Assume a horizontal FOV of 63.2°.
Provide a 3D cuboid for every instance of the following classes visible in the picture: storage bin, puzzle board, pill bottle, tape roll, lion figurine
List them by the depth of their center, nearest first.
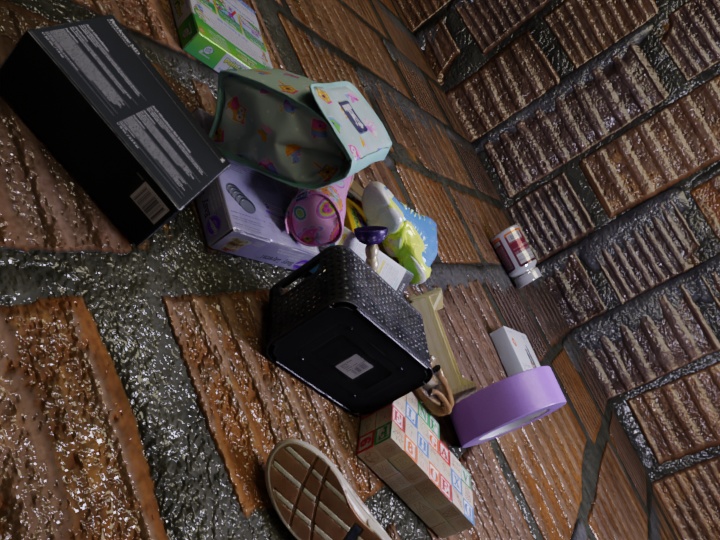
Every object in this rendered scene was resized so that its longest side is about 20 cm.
[{"bbox_3d":[-0.012,0.083,0.741,0.199,0.133,0.095,42,28,-35],"label":"storage bin"},{"bbox_3d":[0.098,0.173,0.891,0.124,0.071,0.201,59,2,-24],"label":"lion figurine"},{"bbox_3d":[0.254,0.240,1.021,0.198,0.198,0.067,17,45,-57],"label":"tape roll"},{"bbox_3d":[0.000,-0.141,1.105,0.198,0.017,0.151,39,11,-24],"label":"puzzle board"},{"bbox_3d":[0.558,-0.049,2.090,0.204,0.113,0.113,64,24,10],"label":"pill bottle"}]

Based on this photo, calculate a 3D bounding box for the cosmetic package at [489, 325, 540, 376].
[{"bbox_3d":[0.426,0.239,1.565,0.198,0.051,0.154,21,41,-56],"label":"cosmetic package"}]

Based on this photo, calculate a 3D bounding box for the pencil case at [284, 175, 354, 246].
[{"bbox_3d":[-0.055,-0.113,0.837,0.088,0.086,0.202,48,25,-22],"label":"pencil case"}]

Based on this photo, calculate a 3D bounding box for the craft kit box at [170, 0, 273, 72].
[{"bbox_3d":[-0.233,-0.410,0.989,0.198,0.048,0.202,20,43,-56],"label":"craft kit box"}]

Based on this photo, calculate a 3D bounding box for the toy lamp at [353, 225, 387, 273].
[{"bbox_3d":[0.017,0.042,0.854,0.058,0.056,0.207,-31,119,-67],"label":"toy lamp"}]

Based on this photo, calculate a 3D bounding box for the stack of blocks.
[{"bbox_3d":[0.081,0.261,0.820,0.201,0.058,0.116,50,24,-21],"label":"stack of blocks"}]

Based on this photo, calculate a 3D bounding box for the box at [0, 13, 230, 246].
[{"bbox_3d":[-0.246,-0.149,0.611,0.202,0.078,0.142,52,27,-16],"label":"box"}]

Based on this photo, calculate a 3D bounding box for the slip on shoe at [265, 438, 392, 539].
[{"bbox_3d":[-0.028,0.256,0.610,0.200,0.076,0.060,47,-15,-10],"label":"slip on shoe"}]

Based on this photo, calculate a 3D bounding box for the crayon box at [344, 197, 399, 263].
[{"bbox_3d":[0.003,-0.046,1.033,0.198,0.050,0.130,28,39,-50],"label":"crayon box"}]

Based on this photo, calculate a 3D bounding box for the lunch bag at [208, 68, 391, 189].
[{"bbox_3d":[-0.066,-0.180,0.743,0.195,0.125,0.170,21,24,12],"label":"lunch bag"}]

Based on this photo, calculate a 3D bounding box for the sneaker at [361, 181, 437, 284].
[{"bbox_3d":[0.076,-0.081,1.036,0.105,0.074,0.204,-46,118,-39],"label":"sneaker"}]

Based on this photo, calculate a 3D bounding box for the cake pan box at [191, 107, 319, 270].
[{"bbox_3d":[-0.145,-0.103,0.800,0.198,0.051,0.189,15,51,-59],"label":"cake pan box"}]

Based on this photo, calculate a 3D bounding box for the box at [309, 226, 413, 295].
[{"bbox_3d":[0.000,0.000,0.920,0.049,0.084,0.198,27,-3,42],"label":"box"}]

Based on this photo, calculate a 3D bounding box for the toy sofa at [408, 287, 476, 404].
[{"bbox_3d":[0.134,0.145,1.060,0.083,0.095,0.205,67,5,-63],"label":"toy sofa"}]
